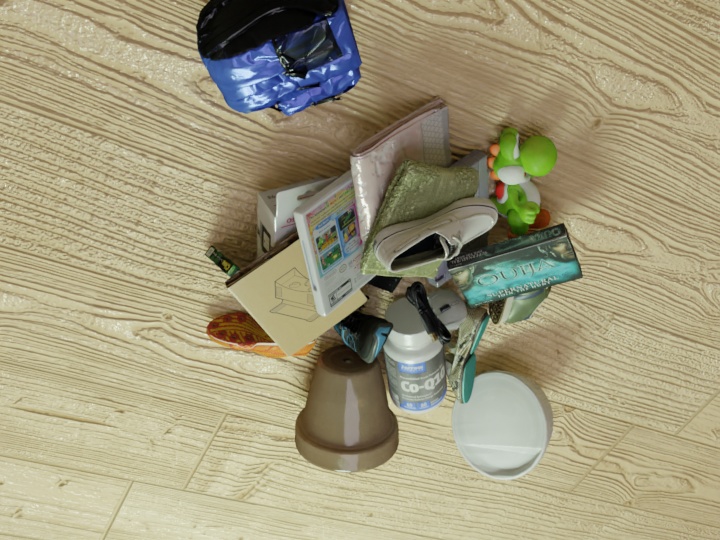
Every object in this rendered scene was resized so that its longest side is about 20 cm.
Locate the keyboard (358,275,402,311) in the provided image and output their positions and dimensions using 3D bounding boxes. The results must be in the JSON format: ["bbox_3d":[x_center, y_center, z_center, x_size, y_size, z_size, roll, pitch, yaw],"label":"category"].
[{"bbox_3d":[0.000,0.000,1.447,0.198,0.021,0.128,23,105,-48],"label":"keyboard"}]

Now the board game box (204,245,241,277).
[{"bbox_3d":[-0.165,0.036,1.446,0.024,0.105,0.200,-50,125,-2],"label":"board game box"}]

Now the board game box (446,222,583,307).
[{"bbox_3d":[0.252,-0.005,1.428,0.196,0.029,0.136,-17,145,18],"label":"board game box"}]

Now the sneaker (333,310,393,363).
[{"bbox_3d":[-0.001,0.107,1.490,0.081,0.200,0.074,36,76,-5],"label":"sneaker"}]

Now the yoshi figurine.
[{"bbox_3d":[0.271,-0.134,1.386,0.110,0.113,0.203,-26,129,-8],"label":"yoshi figurine"}]

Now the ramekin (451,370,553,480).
[{"bbox_3d":[0.280,0.291,1.689,0.202,0.204,0.094,-43,162,25],"label":"ramekin"}]

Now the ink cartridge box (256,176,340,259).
[{"bbox_3d":[-0.098,-0.068,1.368,0.114,0.067,0.203,-17,135,-26],"label":"ink cartridge box"}]

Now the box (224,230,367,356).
[{"bbox_3d":[-0.096,0.034,1.374,0.162,0.021,0.201,-34,135,2],"label":"box"}]

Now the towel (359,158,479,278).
[{"bbox_3d":[0.085,-0.072,1.306,0.145,0.037,0.203,4,126,-29],"label":"towel"}]

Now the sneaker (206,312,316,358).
[{"bbox_3d":[-0.175,0.125,1.540,0.195,0.074,0.078,10,138,-14],"label":"sneaker"}]

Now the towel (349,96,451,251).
[{"bbox_3d":[0.068,-0.134,1.327,0.189,0.032,0.203,-34,137,-25],"label":"towel"}]

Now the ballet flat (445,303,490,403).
[{"bbox_3d":[0.187,0.149,1.627,0.074,0.068,0.204,21,121,23],"label":"ballet flat"}]

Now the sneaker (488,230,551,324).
[{"bbox_3d":[0.298,0.013,1.539,0.088,0.068,0.203,1,130,-21],"label":"sneaker"}]

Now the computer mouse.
[{"bbox_3d":[0.142,0.063,1.487,0.044,0.111,0.199,-34,171,20],"label":"computer mouse"}]

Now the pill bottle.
[{"bbox_3d":[0.098,0.152,1.582,0.111,0.115,0.203,-10,131,-1],"label":"pill bottle"}]

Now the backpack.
[{"bbox_3d":[-0.105,-0.289,1.140,0.196,0.164,0.169,-19,134,5],"label":"backpack"}]

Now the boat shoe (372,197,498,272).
[{"bbox_3d":[0.117,-0.047,1.271,0.196,0.066,0.073,-14,132,-15],"label":"boat shoe"}]

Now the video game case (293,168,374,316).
[{"bbox_3d":[-0.013,-0.059,1.345,0.199,0.023,0.185,-39,131,-35],"label":"video game case"}]

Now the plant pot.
[{"bbox_3d":[-0.022,0.240,1.604,0.195,0.201,0.179,-1,114,-9],"label":"plant pot"}]

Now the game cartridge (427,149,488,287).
[{"bbox_3d":[0.154,-0.083,1.408,0.129,0.038,0.203,-37,140,-28],"label":"game cartridge"}]
